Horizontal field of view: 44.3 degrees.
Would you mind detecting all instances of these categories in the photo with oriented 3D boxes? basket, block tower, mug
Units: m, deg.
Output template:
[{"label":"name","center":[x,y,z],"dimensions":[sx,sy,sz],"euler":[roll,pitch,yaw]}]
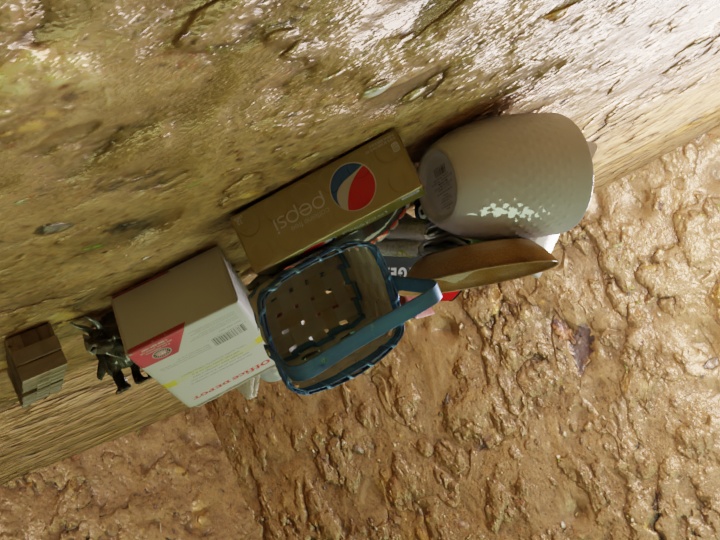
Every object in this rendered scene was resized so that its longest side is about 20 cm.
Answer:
[{"label":"basket","center":[-0.023,0.049,0.938],"dimensions":[0.174,0.141,0.200],"euler":[-26,-169,-17]},{"label":"block tower","center":[-0.389,0.116,1.060],"dimensions":[0.057,0.055,0.200],"euler":[-22,173,-27]},{"label":"mug","center":[0.149,-0.106,1.064],"dimensions":[0.173,0.151,0.199],"euler":[-9,-177,-28]}]

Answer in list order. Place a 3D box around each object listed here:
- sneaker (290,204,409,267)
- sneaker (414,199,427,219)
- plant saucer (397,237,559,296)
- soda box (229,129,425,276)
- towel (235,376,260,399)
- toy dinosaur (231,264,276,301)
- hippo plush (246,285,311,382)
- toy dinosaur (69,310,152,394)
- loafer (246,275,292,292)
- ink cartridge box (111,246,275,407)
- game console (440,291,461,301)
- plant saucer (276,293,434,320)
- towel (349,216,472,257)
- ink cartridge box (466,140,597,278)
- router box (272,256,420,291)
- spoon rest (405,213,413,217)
[{"label":"sneaker","center":[-0.033,-0.057,1.024],"dimensions":[0.198,0.078,0.082],"euler":[-30,165,17]},{"label":"sneaker","center":[0.116,-0.097,1.271],"dimensions":[0.111,0.074,0.199],"euler":[-31,174,26]},{"label":"plant saucer","center":[0.138,-0.006,1.062],"dimensions":[0.196,0.036,0.200],"euler":[-10,173,-1]},{"label":"soda box","center":[-0.033,-0.068,0.933],"dimensions":[0.198,0.069,0.064],"euler":[-27,175,6]},{"label":"towel","center":[-0.206,0.125,1.377],"dimensions":[0.034,0.132,0.201],"euler":[-39,165,-25]},{"label":"toy dinosaur","center":[-0.196,0.049,1.192],"dimensions":[0.196,0.061,0.107],"euler":[-1,140,-7]},{"label":"hippo plush","center":[-0.138,0.103,1.463],"dimensions":[0.198,0.163,0.159],"euler":[-21,172,-34]},{"label":"toy dinosaur","center":[-0.311,0.103,1.133],"dimensions":[0.076,0.104,0.200],"euler":[-24,180,-17]},{"label":"loafer","center":[-0.088,-0.001,1.333],"dimensions":[0.069,0.071,0.198],"euler":[18,-147,42]},{"label":"ink cartridge box","center":[-0.196,0.076,1.091],"dimensions":[0.143,0.084,0.201],"euler":[-26,152,-2]},{"label":"game console","center":[0.157,-0.062,1.390],"dimensions":[0.201,0.119,0.171],"euler":[-51,156,20]},{"label":"plant saucer","center":[-0.002,0.050,1.264],"dimensions":[0.196,0.037,0.199],"euler":[-2,179,12]},{"label":"towel","center":[0.029,-0.048,1.138],"dimensions":[0.197,0.049,0.170],"euler":[4,-175,29]},{"label":"ink cartridge box","center":[0.224,-0.107,1.185],"dimensions":[0.067,0.116,0.203],"euler":[32,82,-55]},{"label":"router box","center":[0.000,0.000,1.225],"dimensions":[0.198,0.053,0.156],"euler":[0,-178,-43]},{"label":"spoon rest","center":[0.061,-0.058,1.353],"dimensions":[0.061,0.099,0.200],"euler":[-59,162,5]}]
